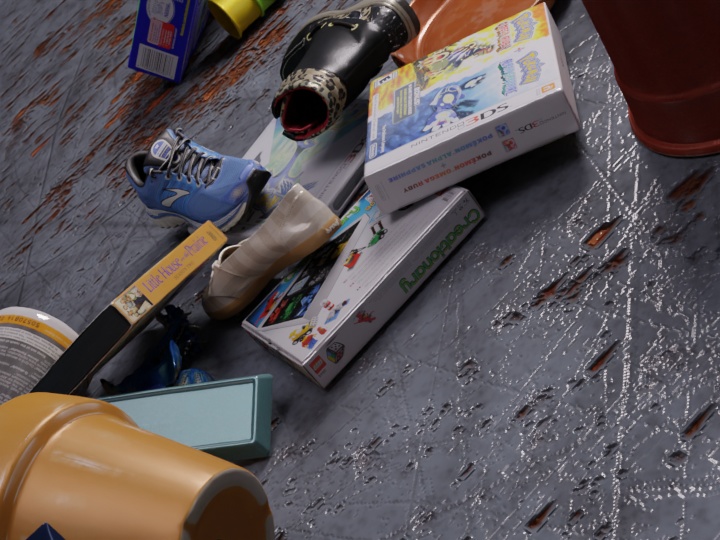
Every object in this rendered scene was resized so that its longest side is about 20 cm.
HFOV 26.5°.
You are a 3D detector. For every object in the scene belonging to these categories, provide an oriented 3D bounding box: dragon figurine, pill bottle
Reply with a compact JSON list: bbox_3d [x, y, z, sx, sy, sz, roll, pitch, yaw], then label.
[{"bbox_3d":[-0.164,0.101,1.320,0.099,0.059,0.200,-40,29,2],"label":"dragon figurine"},{"bbox_3d":[-0.332,0.142,1.401,0.116,0.117,0.201,-13,39,38],"label":"pill bottle"}]

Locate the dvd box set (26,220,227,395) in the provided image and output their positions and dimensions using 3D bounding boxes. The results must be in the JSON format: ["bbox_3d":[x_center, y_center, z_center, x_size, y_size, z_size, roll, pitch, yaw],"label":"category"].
[{"bbox_3d":[-0.207,0.042,1.367,0.146,0.029,0.200,-44,2,30],"label":"dvd box set"}]

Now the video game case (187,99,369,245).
[{"bbox_3d":[-0.061,-0.097,1.498,0.199,0.022,0.183,6,53,52],"label":"video game case"}]

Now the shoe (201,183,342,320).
[{"bbox_3d":[-0.089,-0.017,1.354,0.200,0.053,0.070,-35,14,46],"label":"shoe"}]

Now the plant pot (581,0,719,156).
[{"bbox_3d":[0.245,-0.226,1.149,0.200,0.196,0.202,-29,32,20],"label":"plant pot"}]

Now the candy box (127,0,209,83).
[{"bbox_3d":[-0.214,-0.361,1.881,0.201,0.076,0.170,-73,2,-45],"label":"candy box"}]

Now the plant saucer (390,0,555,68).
[{"bbox_3d":[0.118,-0.256,1.494,0.199,0.032,0.201,-29,33,21],"label":"plant saucer"}]

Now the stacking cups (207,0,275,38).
[{"bbox_3d":[-0.098,-0.370,1.864,0.200,0.061,0.060,-46,31,-13],"label":"stacking cups"}]

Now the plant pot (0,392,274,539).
[{"bbox_3d":[-0.168,0.194,1.094,0.181,0.201,0.201,2,48,29],"label":"plant pot"}]

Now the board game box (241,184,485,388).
[{"bbox_3d":[0.000,0.000,1.289,0.200,0.035,0.126,-46,29,-10],"label":"board game box"}]

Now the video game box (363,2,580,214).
[{"bbox_3d":[0.093,-0.144,1.323,0.181,0.047,0.201,-21,27,13],"label":"video game box"}]

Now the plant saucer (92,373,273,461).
[{"bbox_3d":[-0.165,0.127,1.255,0.198,0.019,0.071,-10,63,21],"label":"plant saucer"}]

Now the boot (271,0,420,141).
[{"bbox_3d":[-0.047,-0.186,1.489,0.203,0.074,0.154,-17,27,52],"label":"boot"}]

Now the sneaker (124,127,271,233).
[{"bbox_3d":[-0.168,-0.089,1.497,0.199,0.089,0.079,0,50,48],"label":"sneaker"}]

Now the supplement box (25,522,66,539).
[{"bbox_3d":[-0.153,0.298,0.909,0.134,0.200,0.200,-41,30,-3],"label":"supplement box"}]
